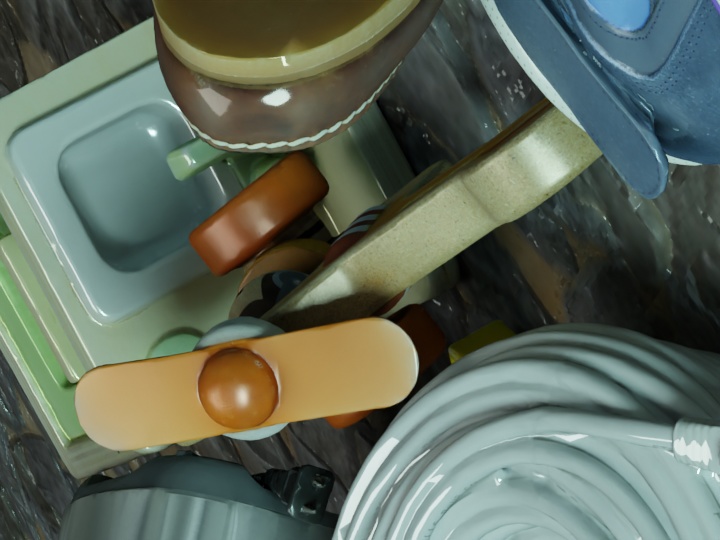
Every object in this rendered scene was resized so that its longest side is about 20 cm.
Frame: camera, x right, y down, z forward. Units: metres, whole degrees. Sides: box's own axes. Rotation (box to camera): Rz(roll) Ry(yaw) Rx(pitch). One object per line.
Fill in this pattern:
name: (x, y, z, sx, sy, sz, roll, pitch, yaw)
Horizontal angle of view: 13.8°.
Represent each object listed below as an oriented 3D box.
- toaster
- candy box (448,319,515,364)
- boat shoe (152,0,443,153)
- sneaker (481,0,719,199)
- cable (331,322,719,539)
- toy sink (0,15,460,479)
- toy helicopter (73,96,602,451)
toaster: (-0.047, 0.138, 1.010, 0.200, 0.113, 0.130, 160, 125, -68)
candy box: (0.099, 0.105, 0.908, 0.200, 0.026, 0.103, 42, 152, 42)
boat shoe: (-0.007, -0.082, 0.734, 0.200, 0.070, 0.071, -73, -13, -53)
sneaker: (0.045, -0.112, 0.662, 0.201, 0.080, 0.146, 59, 157, -10)
cable: (0.066, 0.114, 0.821, 0.200, 0.069, 0.201, 27, 112, 48)
toy sink: (-0.069, -0.013, 1.031, 0.131, 0.112, 0.200, 61, 160, -2)
toy helicopter: (0.000, 0.000, 0.858, 0.079, 0.132, 0.200, 53, 137, -2)
